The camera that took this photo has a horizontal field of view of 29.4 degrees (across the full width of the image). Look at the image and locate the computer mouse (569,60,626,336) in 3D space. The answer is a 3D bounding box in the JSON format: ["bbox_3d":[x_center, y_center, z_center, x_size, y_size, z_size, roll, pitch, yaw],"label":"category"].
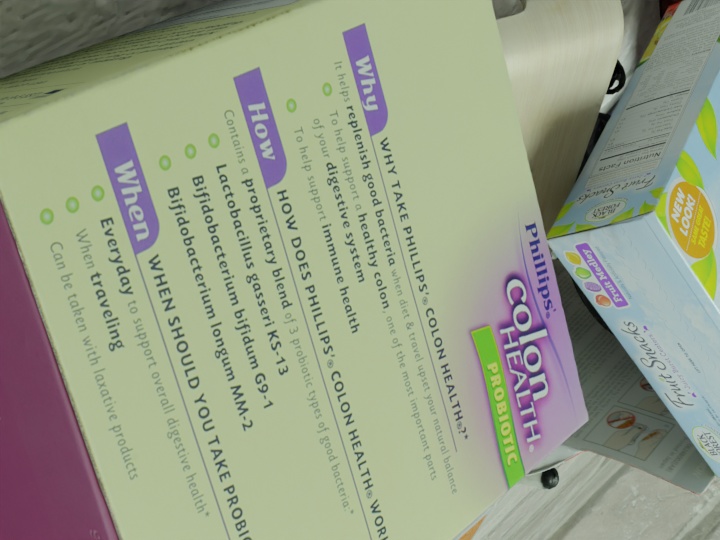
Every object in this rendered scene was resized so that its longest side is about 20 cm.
[{"bbox_3d":[0.136,-0.037,0.775,0.053,0.201,0.138,-24,176,29],"label":"computer mouse"}]

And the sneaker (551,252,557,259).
[{"bbox_3d":[0.214,-0.013,1.130,0.200,0.085,0.077,-29,155,-43],"label":"sneaker"}]

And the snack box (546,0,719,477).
[{"bbox_3d":[0.193,-0.025,0.700,0.068,0.169,0.200,-17,-150,43],"label":"snack box"}]

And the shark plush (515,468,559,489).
[{"bbox_3d":[0.072,0.102,0.937,0.200,0.091,0.083,-30,-146,56],"label":"shark plush"}]

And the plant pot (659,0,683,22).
[{"bbox_3d":[0.301,-0.147,0.838,0.200,0.200,0.176,-49,128,-5],"label":"plant pot"}]

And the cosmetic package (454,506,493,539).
[{"bbox_3d":[0.057,0.298,1.445,0.101,0.071,0.200,-35,159,-35],"label":"cosmetic package"}]

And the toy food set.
[{"bbox_3d":[0.031,-0.049,0.643,0.143,0.060,0.200,-19,142,-27],"label":"toy food set"}]

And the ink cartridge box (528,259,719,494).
[{"bbox_3d":[0.144,0.067,0.801,0.160,0.200,0.047,-39,132,-38],"label":"ink cartridge box"}]

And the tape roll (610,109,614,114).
[{"bbox_3d":[0.245,-0.056,1.029,0.200,0.066,0.201,-26,133,-31],"label":"tape roll"}]

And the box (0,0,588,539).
[{"bbox_3d":[-0.036,0.011,0.431,0.200,0.096,0.176,-31,112,-41],"label":"box"}]
